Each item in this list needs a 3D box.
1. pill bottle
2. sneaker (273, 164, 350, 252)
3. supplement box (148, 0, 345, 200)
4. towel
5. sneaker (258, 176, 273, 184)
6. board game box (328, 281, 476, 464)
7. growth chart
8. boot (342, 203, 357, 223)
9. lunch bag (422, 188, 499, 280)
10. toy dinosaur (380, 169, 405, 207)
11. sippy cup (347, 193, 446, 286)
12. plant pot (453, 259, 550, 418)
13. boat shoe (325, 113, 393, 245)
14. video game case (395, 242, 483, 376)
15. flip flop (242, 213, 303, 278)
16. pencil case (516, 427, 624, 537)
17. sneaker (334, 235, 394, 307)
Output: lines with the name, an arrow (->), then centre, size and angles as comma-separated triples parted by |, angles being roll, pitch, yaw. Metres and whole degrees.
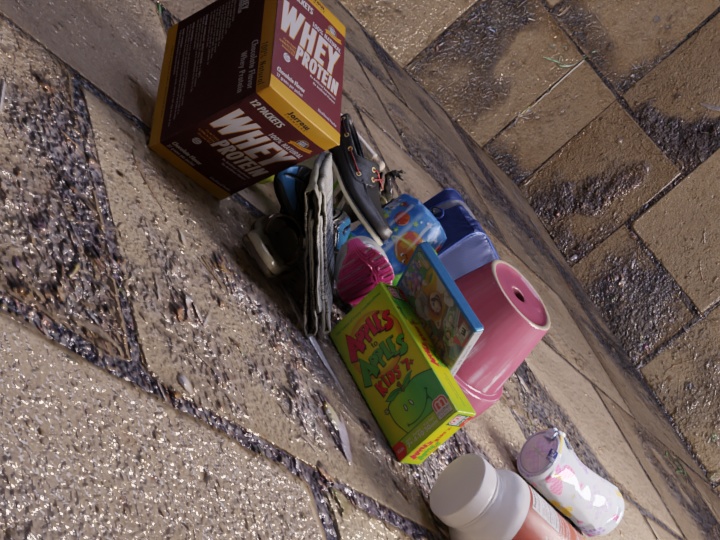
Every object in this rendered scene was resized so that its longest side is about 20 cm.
pill bottle -> 0.175, 0.307, 1.337 | 0.200, 0.112, 0.113 | 44, 16, -22
sneaker -> -0.084, -0.084, 1.563 | 0.081, 0.074, 0.200 | 15, -18, 25
supplement box -> -0.137, -0.231, 1.423 | 0.132, 0.198, 0.200 | 36, 45, -42
towel -> -0.047, -0.036, 1.444 | 0.200, 0.034, 0.196 | -80, 172, -70
sneaker -> -0.155, -0.211, 1.653 | 0.083, 0.074, 0.202 | -11, 65, -32
board game box -> 0.048, 0.126, 1.415 | 0.047, 0.102, 0.201 | 16, 36, -52
growth chart -> -0.053, -0.153, 1.688 | 0.018, 0.200, 0.146 | -33, 87, -43
boot -> -0.047, -0.157, 1.811 | 0.076, 0.073, 0.201 | -102, 167, -46
lunch bag -> 0.142, -0.035, 1.887 | 0.201, 0.135, 0.133 | 56, 3, -48
toy dinosaur -> 0.036, -0.113, 1.824 | 0.047, 0.088, 0.203 | -11, 82, -44
sippy cup -> 0.054, -0.039, 1.709 | 0.178, 0.130, 0.140 | 43, -8, 26
plant pot -> 0.172, 0.088, 1.681 | 0.199, 0.179, 0.201 | 38, 27, -23
boat shoe -> -0.001, -0.127, 1.560 | 0.203, 0.062, 0.074 | 65, 6, 26
video game case -> 0.076, 0.085, 1.456 | 0.018, 0.201, 0.144 | -9, 53, -34
flip flop -> -0.103, -0.040, 1.448 | 0.081, 0.057, 0.200 | 50, 8, -2
pencil case -> 0.329, 0.331, 1.786 | 0.200, 0.091, 0.083 | 45, -25, -27
sneaker -> 0.000, 0.000, 1.547 | 0.201, 0.080, 0.089 | 75, -6, -63
